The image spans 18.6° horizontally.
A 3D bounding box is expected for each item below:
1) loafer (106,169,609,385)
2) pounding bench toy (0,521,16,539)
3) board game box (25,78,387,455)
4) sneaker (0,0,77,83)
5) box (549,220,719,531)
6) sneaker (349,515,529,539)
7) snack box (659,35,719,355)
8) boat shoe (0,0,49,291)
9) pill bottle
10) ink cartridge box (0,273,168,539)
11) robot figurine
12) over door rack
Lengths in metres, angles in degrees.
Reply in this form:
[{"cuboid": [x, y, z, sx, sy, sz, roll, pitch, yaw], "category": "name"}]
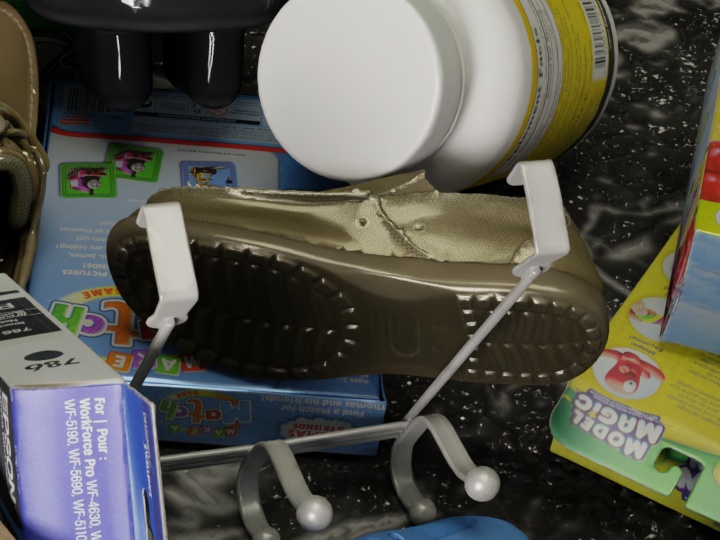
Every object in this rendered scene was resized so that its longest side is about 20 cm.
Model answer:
[{"cuboid": [0.000, 0.000, 0.869, 0.199, 0.076, 0.068, 10, 44, 4], "category": "loafer"}, {"cuboid": [-0.195, 0.103, 0.676, 0.155, 0.201, 0.124, -22, 50, -33], "category": "pounding bench toy"}, {"cuboid": [-0.068, -0.006, 0.955, 0.150, 0.037, 0.201, 5, 39, -6], "category": "board game box"}, {"cuboid": [-0.197, -0.075, 0.992, 0.078, 0.086, 0.200, -13, 10, 39], "category": "sneaker"}, {"cuboid": [0.164, 0.044, 0.937, 0.117, 0.049, 0.200, 25, 40, 17], "category": "box"}, {"cuboid": [-0.007, 0.126, 0.784, 0.199, 0.079, 0.066, -21, 47, -33], "category": "sneaker"}, {"cuboid": [0.227, -0.032, 0.954, 0.168, 0.068, 0.201, 16, 41, 5], "category": "snack box"}, {"cuboid": [-0.156, -0.036, 0.907, 0.072, 0.065, 0.201, 37, 45, -37], "category": "boat shoe"}, {"cuboid": [0.034, -0.090, 0.963, 0.111, 0.112, 0.200, 26, 17, 18], "category": "pill bottle"}, {"cuboid": [-0.110, 0.069, 0.749, 0.039, 0.100, 0.200, -9, 13, -21], "category": "ink cartridge box"}, {"cuboid": [-0.087, -0.173, 0.961, 0.124, 0.201, 0.150, 11, 17, 32], "category": "robot figurine"}, {"cuboid": [-0.018, 0.050, 0.781, 0.147, 0.200, 0.067, -7, 58, -20], "category": "over door rack"}]
